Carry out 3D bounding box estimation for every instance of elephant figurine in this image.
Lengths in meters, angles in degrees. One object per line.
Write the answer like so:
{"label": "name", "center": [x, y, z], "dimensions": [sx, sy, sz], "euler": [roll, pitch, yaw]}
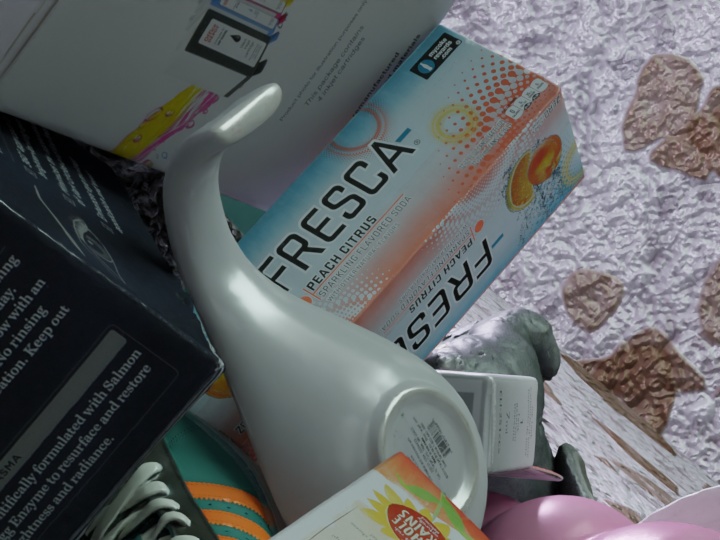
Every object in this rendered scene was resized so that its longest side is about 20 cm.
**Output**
{"label": "elephant figurine", "center": [0.074, 0.129, 1.445], "dimensions": [0.155, 0.141, 0.200], "euler": [-25, 92, -49]}

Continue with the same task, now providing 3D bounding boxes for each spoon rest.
{"label": "spoon rest", "center": [-0.015, 0.031, 1.043], "dimensions": [0.099, 0.061, 0.200], "euler": [-39, 109, -43]}

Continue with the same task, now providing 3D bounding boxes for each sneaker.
{"label": "sneaker", "center": [-0.061, 0.109, 1.007], "dimensions": [0.200, 0.071, 0.080], "euler": [52, 10, 33]}

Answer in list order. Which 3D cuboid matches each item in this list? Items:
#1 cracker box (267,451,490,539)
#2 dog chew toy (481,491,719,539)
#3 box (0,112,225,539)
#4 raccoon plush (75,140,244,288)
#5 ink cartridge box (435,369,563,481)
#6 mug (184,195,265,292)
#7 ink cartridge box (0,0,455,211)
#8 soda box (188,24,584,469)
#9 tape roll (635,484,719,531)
{"label": "cracker box", "center": [0.009, 0.143, 0.905], "dimensions": [0.134, 0.058, 0.200], "euler": [45, 21, 8]}
{"label": "dog chew toy", "center": [0.093, 0.153, 1.232], "dimensions": [0.200, 0.125, 0.125], "euler": [22, -8, 44]}
{"label": "box", "center": [-0.177, -0.015, 1.025], "dimensions": [0.200, 0.117, 0.197], "euler": [38, 7, -26]}
{"label": "raccoon plush", "center": [-0.119, 0.007, 1.240], "dimensions": [0.200, 0.134, 0.097], "euler": [48, -3, -17]}
{"label": "ink cartridge box", "center": [-0.022, 0.062, 1.238], "dimensions": [0.200, 0.045, 0.176], "euler": [3, -3, 15]}
{"label": "mug", "center": [-0.039, -0.006, 1.392], "dimensions": [0.185, 0.114, 0.152], "euler": [49, 3, 8]}
{"label": "ink cartridge box", "center": [-0.084, -0.134, 1.125], "dimensions": [0.147, 0.145, 0.200], "euler": [44, 14, 34]}
{"label": "soda box", "center": [0.000, 0.000, 1.130], "dimensions": [0.068, 0.200, 0.064], "euler": [31, -22, 30]}
{"label": "tape roll", "center": [0.183, 0.198, 1.270], "dimensions": [0.202, 0.202, 0.071], "euler": [45, 7, 36]}
